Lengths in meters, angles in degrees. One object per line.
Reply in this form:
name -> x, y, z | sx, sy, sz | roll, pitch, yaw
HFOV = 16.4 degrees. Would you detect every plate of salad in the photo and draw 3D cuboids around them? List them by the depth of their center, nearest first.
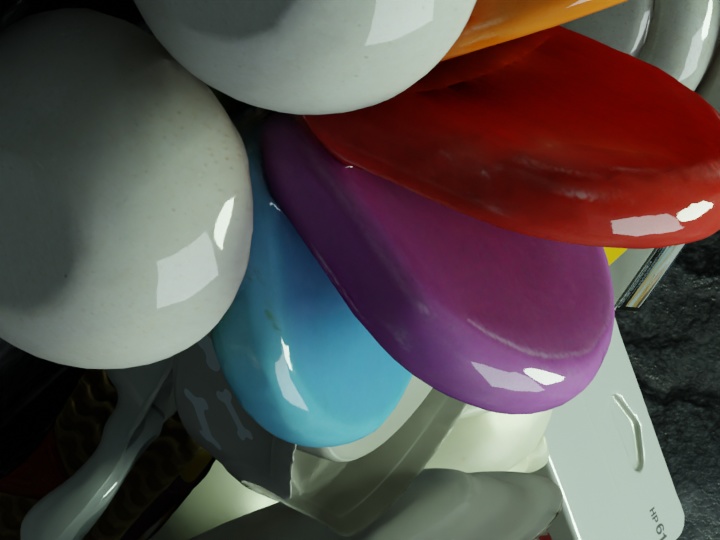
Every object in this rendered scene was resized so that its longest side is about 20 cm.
plate of salad -> -0.018, 0.120, 0.916 | 0.199, 0.048, 0.200 | -19, -172, 3

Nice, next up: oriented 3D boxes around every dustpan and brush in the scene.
dustpan and brush -> -0.069, 0.031, 0.894 | 0.200, 0.057, 0.140 | -42, 172, -14

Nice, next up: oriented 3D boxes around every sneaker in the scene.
sneaker -> -0.122, 0.104, 0.979 | 0.200, 0.075, 0.090 | -41, 167, -12

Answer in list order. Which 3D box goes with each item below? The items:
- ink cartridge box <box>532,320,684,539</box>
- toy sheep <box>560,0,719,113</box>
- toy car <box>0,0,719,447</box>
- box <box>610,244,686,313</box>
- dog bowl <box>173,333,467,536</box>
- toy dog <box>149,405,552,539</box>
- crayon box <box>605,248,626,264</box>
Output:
ink cartridge box -> 0.055, 0.097, 1.329 | 0.200, 0.145, 0.085 | -8, -160, 44
toy sheep -> 0.111, -0.100, 0.775 | 0.199, 0.138, 0.138 | -5, 155, -24
toy car -> 0.011, -0.038, 0.583 | 0.200, 0.150, 0.175 | -48, 172, 33
box -> 0.101, -0.036, 1.222 | 0.060, 0.117, 0.200 | -55, 171, 4
dog bowl -> 0.007, -0.007, 0.860 | 0.200, 0.059, 0.200 | -52, 158, -31
toy dog -> -0.018, 0.084, 1.133 | 0.200, 0.140, 0.194 | -25, -162, -11
crayon box -> 0.111, -0.086, 1.017 | 0.200, 0.051, 0.127 | -41, 138, -25
